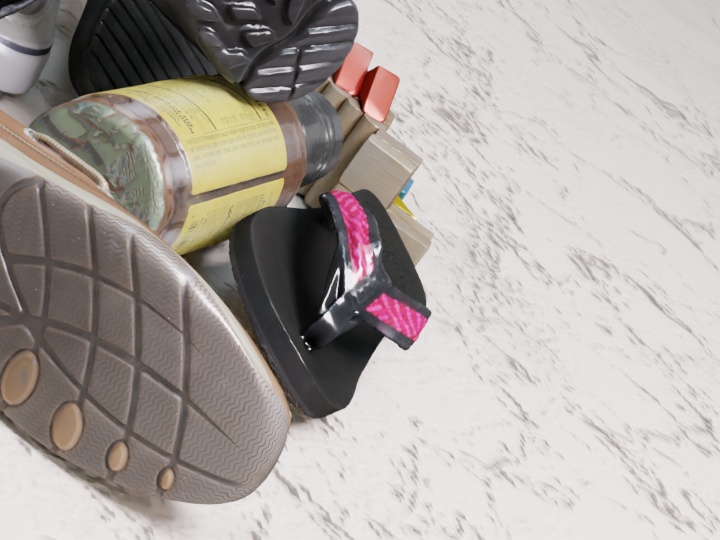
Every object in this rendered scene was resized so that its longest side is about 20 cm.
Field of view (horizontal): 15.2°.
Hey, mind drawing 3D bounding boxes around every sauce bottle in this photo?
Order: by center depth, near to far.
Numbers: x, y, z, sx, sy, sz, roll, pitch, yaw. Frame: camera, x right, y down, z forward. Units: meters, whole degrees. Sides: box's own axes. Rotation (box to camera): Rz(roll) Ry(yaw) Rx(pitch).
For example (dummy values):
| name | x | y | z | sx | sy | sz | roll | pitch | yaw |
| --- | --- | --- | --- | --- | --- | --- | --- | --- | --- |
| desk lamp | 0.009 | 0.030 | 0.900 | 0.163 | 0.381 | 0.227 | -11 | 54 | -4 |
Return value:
| name | x | y | z | sx | sy | sz | roll | pitch | yaw |
| --- | --- | --- | --- | --- | --- | --- | --- | --- | --- |
| sauce bottle | -0.059 | -0.040 | 0.992 | 0.065 | 0.065 | 0.200 | 40 | 18 | 11 |

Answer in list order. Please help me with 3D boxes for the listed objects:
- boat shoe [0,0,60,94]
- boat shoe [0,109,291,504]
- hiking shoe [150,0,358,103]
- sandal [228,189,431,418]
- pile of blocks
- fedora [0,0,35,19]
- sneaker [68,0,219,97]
| name | x | y | z | sx | sy | sz | roll | pitch | yaw |
| --- | --- | --- | --- | --- | --- | --- | --- | --- | --- |
| boat shoe | -0.140 | -0.134 | 1.067 | 0.072 | 0.066 | 0.200 | 31 | 19 | -15 |
| boat shoe | -0.099 | -0.006 | 0.832 | 0.200 | 0.076 | 0.072 | 40 | 17 | 6 |
| hiking shoe | -0.084 | -0.148 | 0.973 | 0.200 | 0.076 | 0.101 | 58 | -12 | -23 |
| sandal | 0.000 | 0.000 | 0.992 | 0.075 | 0.045 | 0.200 | 65 | 18 | -5 |
| pile of blocks | -0.013 | -0.076 | 1.156 | 0.082 | 0.062 | 0.200 | 13 | 30 | -49 |
| fedora | -0.184 | -0.174 | 0.964 | 0.201 | 0.092 | 0.201 | 13 | 38 | -11 |
| sneaker | -0.082 | -0.127 | 1.124 | 0.200 | 0.088 | 0.074 | -59 | 135 | -42 |
